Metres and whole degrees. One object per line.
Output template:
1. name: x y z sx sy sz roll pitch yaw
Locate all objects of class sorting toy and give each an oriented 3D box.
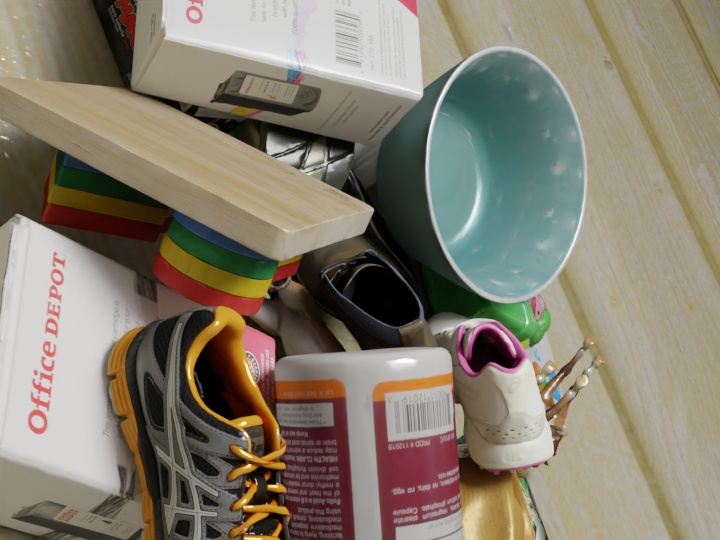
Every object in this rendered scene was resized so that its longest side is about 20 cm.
1. sorting toy: -0.113 -0.045 0.722 0.198 0.071 0.199 27 12 10

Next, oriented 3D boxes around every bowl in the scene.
1. bowl: 0.089 -0.078 0.953 0.198 0.104 0.205 -2 94 -41

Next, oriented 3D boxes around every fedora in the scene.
1. fedora: 0.084 0.198 0.842 0.200 0.080 0.204 -14 90 -72

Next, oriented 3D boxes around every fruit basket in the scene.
1. fruit basket: 0.137 0.022 1.093 0.199 0.093 0.188 23 47 -47

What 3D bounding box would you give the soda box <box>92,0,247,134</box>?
1. soda box: -0.156 -0.196 0.893 0.070 0.063 0.203 -6 70 -54

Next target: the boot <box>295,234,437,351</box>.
1. boot: 0.000 0.000 0.852 0.201 0.074 0.098 53 -16 29

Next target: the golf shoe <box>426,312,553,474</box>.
1. golf shoe: 0.093 0.066 0.867 0.200 0.074 0.093 -124 -156 -62

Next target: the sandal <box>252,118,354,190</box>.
1. sandal: -0.052 -0.135 0.911 0.079 0.057 0.205 7 69 -28

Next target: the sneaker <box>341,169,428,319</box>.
1. sneaker: -0.009 -0.025 0.975 0.202 0.071 0.083 59 10 -3

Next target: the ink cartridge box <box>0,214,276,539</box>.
1. ink cartridge box: -0.146 0.081 0.670 0.199 0.084 0.148 31 42 -39

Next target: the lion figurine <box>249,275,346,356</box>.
1. lion figurine: -0.037 0.061 0.844 0.122 0.072 0.203 38 27 -63

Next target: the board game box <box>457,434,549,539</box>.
1. board game box: 0.137 0.237 0.968 0.104 0.023 0.203 24 45 -62

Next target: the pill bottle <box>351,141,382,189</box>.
1. pill bottle: -0.036 -0.168 0.995 0.201 0.104 0.104 55 33 -7

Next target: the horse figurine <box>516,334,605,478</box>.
1. horse figurine: 0.149 0.126 0.954 0.050 0.134 0.199 37 20 14

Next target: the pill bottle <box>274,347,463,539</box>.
1. pill bottle: 0.007 0.152 0.705 0.113 0.113 0.204 0 86 -53

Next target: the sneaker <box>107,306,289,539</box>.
1. sneaker: -0.071 0.113 0.601 0.078 0.077 0.203 -7 71 -56

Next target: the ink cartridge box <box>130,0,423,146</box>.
1. ink cartridge box: -0.060 -0.190 0.841 0.197 0.086 0.150 10 65 -23
